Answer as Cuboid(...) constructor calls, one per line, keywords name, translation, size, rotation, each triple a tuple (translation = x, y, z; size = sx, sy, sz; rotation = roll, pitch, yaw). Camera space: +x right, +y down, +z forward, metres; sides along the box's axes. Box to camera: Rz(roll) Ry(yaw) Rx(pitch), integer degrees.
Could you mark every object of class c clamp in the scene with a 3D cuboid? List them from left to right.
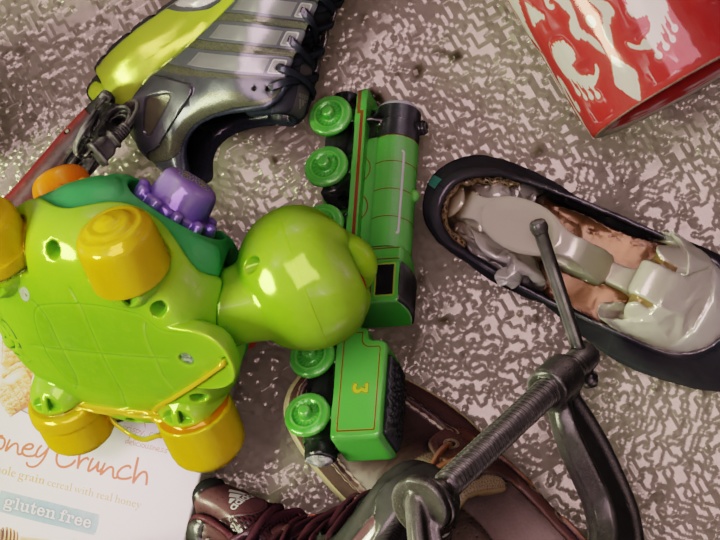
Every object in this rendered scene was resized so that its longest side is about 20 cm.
Cuboid(name="c clamp", translation=(0.069, 0.096, 1.122), size=(0.027, 0.200, 0.171), rotation=(-15, 109, 36))

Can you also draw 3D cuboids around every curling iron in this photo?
Cuboid(name="curling iron", translation=(-0.181, -0.015, 1.232), size=(0.026, 0.050, 0.200), rotation=(43, 104, -14))

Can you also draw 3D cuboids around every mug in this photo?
Cuboid(name="mug", translation=(0.108, -0.176, 1.175), size=(0.133, 0.178, 0.200), rotation=(-28, 86, 0))

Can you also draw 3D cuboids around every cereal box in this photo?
Cuboid(name="cereal box", translation=(-0.140, 0.074, 1.257), size=(0.143, 0.040, 0.201), rotation=(12, 87, 10))

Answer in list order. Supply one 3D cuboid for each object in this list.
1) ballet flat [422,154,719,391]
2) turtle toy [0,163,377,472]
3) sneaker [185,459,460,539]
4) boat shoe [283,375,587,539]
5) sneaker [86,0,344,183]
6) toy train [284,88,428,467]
Cuboid(name="ballet flat", translation=(0.118, 0.002, 1.207), size=(0.200, 0.073, 0.073), rotation=(27, 90, 10))
Cuboid(name="turtle toy", translation=(-0.089, 0.011, 1.162), size=(0.200, 0.146, 0.101), rotation=(4, 43, 29))
Cuboid(name="sneaker", translation=(-0.033, 0.127, 1.178), size=(0.116, 0.076, 0.200), rotation=(48, 138, 19))
Cuboid(name="boat shoe", translation=(0.047, 0.109, 1.201), size=(0.200, 0.072, 0.072), rotation=(42, 79, 9))
Cuboid(name="sneaker", translation=(-0.038, -0.118, 1.231), size=(0.200, 0.074, 0.081), rotation=(-41, 72, 19))
Cuboid(name="toy train", translation=(0.000, 0.000, 1.208), size=(0.056, 0.042, 0.201), rotation=(-4, 63, 17))
